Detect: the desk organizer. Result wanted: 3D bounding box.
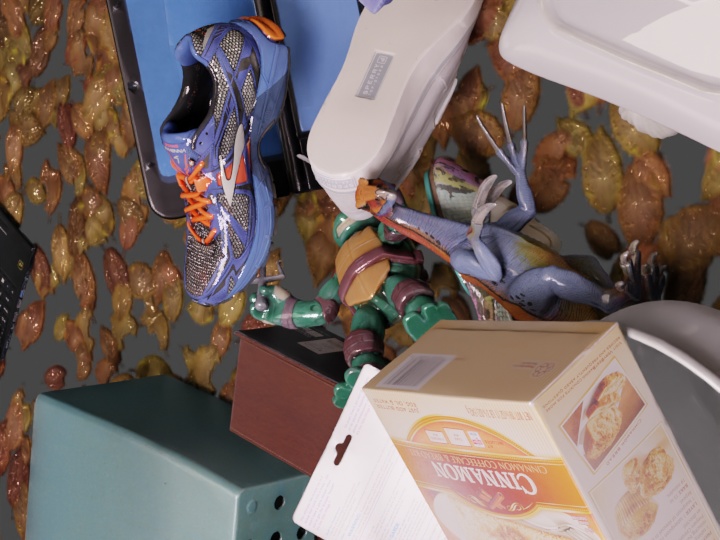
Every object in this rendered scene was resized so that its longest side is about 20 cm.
[{"bbox_3d":[-0.006,0.105,1.186,0.200,0.071,0.077,23,112,45],"label":"desk organizer"}]

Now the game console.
[{"bbox_3d":[-0.073,-0.148,1.192,0.175,0.116,0.201,-5,99,48],"label":"game console"}]

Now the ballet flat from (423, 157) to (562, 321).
[{"bbox_3d":[0.100,0.017,1.075,0.071,0.069,0.201,-19,81,28],"label":"ballet flat"}]

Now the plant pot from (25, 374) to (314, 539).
[{"bbox_3d":[-0.136,0.176,1.287,0.199,0.141,0.142,14,102,40],"label":"plant pot"}]

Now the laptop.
[{"bbox_3d":[-0.414,0.019,1.614,0.177,0.103,0.201,42,122,38],"label":"laptop"}]

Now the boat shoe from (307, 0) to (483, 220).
[{"bbox_3d":[0.031,-0.121,1.099,0.072,0.069,0.201,11,61,21],"label":"boat shoe"}]

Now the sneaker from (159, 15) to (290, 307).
[{"bbox_3d":[-0.104,-0.075,1.153,0.075,0.078,0.201,10,98,48],"label":"sneaker"}]

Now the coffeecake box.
[{"bbox_3d":[0.110,0.129,0.918,0.153,0.073,0.201,-2,122,57],"label":"coffeecake box"}]

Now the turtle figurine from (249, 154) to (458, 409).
[{"bbox_3d":[0.000,0.000,1.147,0.150,0.100,0.200,-60,33,26],"label":"turtle figurine"}]

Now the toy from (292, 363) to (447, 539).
[{"bbox_3d":[0.071,0.152,1.065,0.199,0.047,0.116,28,101,12],"label":"toy"}]

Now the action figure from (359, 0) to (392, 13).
[{"bbox_3d":[0.038,-0.265,1.026,0.104,0.193,0.200,39,117,5],"label":"action figure"}]

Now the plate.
[{"bbox_3d":[0.184,-0.180,0.935,0.199,0.032,0.201,29,101,32],"label":"plate"}]

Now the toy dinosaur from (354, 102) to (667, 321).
[{"bbox_3d":[0.082,0.000,1.012,0.181,0.105,0.201,3,96,25],"label":"toy dinosaur"}]

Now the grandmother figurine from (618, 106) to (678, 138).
[{"bbox_3d":[0.150,-0.172,1.011,0.121,0.060,0.201,-46,62,54],"label":"grandmother figurine"}]

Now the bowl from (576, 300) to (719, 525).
[{"bbox_3d":[0.195,0.089,0.918,0.201,0.090,0.202,38,150,26],"label":"bowl"}]
